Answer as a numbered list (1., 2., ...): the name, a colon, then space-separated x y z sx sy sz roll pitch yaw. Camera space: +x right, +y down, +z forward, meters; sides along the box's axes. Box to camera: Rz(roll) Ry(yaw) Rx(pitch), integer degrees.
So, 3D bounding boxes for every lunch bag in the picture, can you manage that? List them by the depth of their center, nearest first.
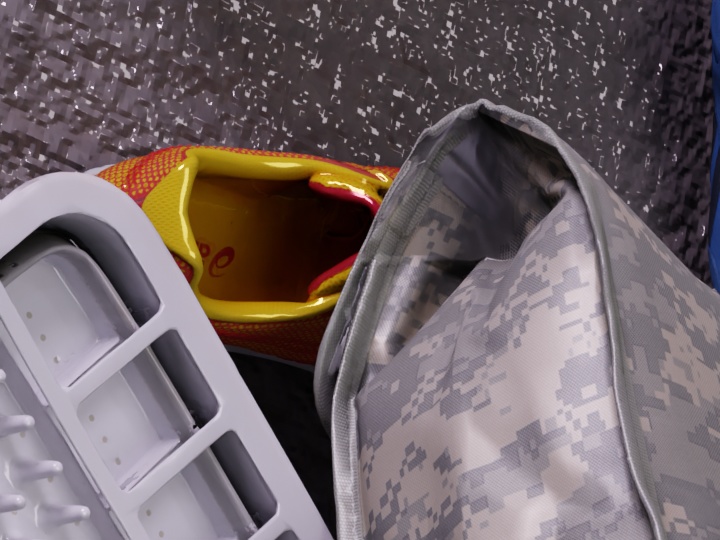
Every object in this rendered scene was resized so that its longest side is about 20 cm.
1. lunch bag: 0.074 0.067 0.817 0.164 0.117 0.201 37 35 -41

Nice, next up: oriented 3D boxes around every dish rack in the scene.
1. dish rack: -0.101 0.090 0.726 0.200 0.043 0.172 -43 114 -37

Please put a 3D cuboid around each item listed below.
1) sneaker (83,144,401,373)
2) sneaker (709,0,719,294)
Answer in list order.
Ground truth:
1. sneaker: 0.000 0.000 0.868 0.199 0.077 0.073 0 84 -45
2. sneaker: 0.149 -0.054 1.000 0.078 0.066 0.201 33 57 -63
